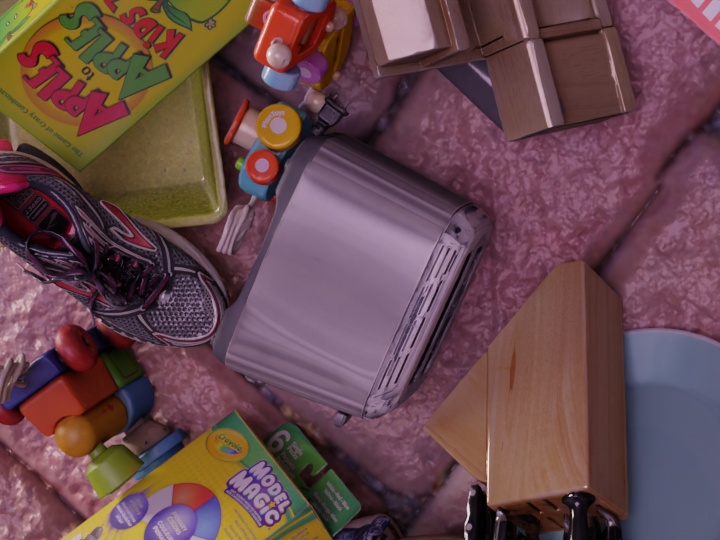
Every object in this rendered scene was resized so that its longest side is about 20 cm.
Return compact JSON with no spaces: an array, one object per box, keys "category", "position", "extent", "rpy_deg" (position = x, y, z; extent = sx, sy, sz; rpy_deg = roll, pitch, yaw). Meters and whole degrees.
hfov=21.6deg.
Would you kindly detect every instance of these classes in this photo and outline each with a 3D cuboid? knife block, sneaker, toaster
[{"category":"knife block","position":[0.133,0.118,1.159],"extent":[0.200,0.064,0.176],"rpy_deg":[-50,51,0]},{"category":"sneaker","position":[-0.173,-0.006,1.230],"extent":[0.200,0.075,0.081],"rpy_deg":[32,96,-20]},{"category":"toaster","position":[0.000,0.000,1.226],"extent":[0.129,0.114,0.200],"rpy_deg":[26,102,9]}]

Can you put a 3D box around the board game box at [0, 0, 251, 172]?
[{"category":"board game box","position":[-0.148,-0.163,1.207],"extent":[0.200,0.048,0.102],"rpy_deg":[-39,124,18]}]

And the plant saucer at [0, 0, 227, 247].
[{"category":"plant saucer","position":[-0.187,-0.124,1.303],"extent":[0.200,0.048,0.200],"rpy_deg":[-6,95,19]}]

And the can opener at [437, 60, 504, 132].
[{"category":"can opener","position":[0.051,-0.170,1.211],"extent":[0.200,0.053,0.066],"rpy_deg":[48,139,5]}]

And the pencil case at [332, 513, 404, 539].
[{"category":"pencil case","position":[-0.064,0.214,1.282],"extent":[0.200,0.089,0.078],"rpy_deg":[-10,79,19]}]

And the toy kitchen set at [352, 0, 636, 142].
[{"category":"toy kitchen set","position":[0.108,-0.188,1.098],"extent":[0.180,0.163,0.200],"rpy_deg":[-16,88,56]}]

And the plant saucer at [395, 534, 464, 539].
[{"category":"plant saucer","position":[0.053,0.257,1.171],"extent":[0.200,0.029,0.201],"rpy_deg":[3,65,-6]}]

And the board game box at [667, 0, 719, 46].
[{"category":"board game box","position":[0.289,-0.208,1.139],"extent":[0.151,0.046,0.200],"rpy_deg":[42,107,9]}]

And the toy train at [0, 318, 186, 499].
[{"category":"toy train","position":[-0.190,0.103,1.254],"extent":[0.085,0.200,0.116],"rpy_deg":[-36,90,18]}]

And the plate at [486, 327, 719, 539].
[{"category":"plate","position":[0.175,0.131,1.188],"extent":[0.200,0.026,0.201],"rpy_deg":[-15,56,22]}]

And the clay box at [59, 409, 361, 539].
[{"category":"clay box","position":[-0.109,0.177,1.249],"extent":[0.200,0.048,0.115],"rpy_deg":[-38,43,-7]}]

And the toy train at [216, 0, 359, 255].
[{"category":"toy train","position":[-0.059,-0.115,1.198],"extent":[0.056,0.150,0.200],"rpy_deg":[29,124,9]}]
